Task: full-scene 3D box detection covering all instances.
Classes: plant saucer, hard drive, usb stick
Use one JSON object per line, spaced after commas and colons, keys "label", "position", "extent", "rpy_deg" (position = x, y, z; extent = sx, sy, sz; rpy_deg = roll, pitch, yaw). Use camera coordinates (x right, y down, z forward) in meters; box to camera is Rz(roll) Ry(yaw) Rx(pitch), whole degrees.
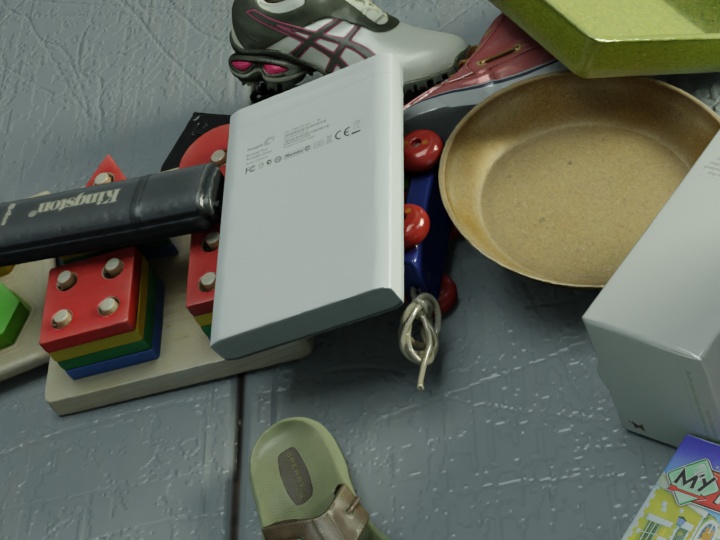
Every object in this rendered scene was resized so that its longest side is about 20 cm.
{"label": "plant saucer", "position": [0.174, -0.192, 1.195], "extent": [0.199, 0.048, 0.200], "rpy_deg": [-7, 39, -33]}
{"label": "plant saucer", "position": [0.151, -0.053, 1.116], "extent": [0.199, 0.036, 0.201], "rpy_deg": [-3, 48, 3]}
{"label": "hard drive", "position": [-0.033, -0.044, 1.116], "extent": [0.132, 0.027, 0.201], "rpy_deg": [-19, 47, 23]}
{"label": "usb stick", "position": [-0.187, -0.038, 1.189], "extent": [0.199, 0.033, 0.056], "rpy_deg": [-9, 50, 21]}

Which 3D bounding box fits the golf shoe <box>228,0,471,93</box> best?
{"label": "golf shoe", "position": [-0.010, -0.181, 1.293], "extent": [0.199, 0.088, 0.077], "rpy_deg": [6, 24, 17]}

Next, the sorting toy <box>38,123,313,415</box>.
{"label": "sorting toy", "position": [-0.137, -0.015, 1.217], "extent": [0.199, 0.070, 0.199], "rpy_deg": [-14, 48, 16]}

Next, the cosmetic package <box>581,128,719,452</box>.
{"label": "cosmetic package", "position": [0.225, 0.001, 0.998], "extent": [0.085, 0.108, 0.200], "rpy_deg": [18, 60, 38]}

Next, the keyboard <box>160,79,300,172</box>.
{"label": "keyboard", "position": [-0.057, -0.099, 1.309], "extent": [0.199, 0.021, 0.127], "rpy_deg": [10, 59, 33]}

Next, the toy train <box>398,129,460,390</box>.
{"label": "toy train", "position": [0.000, 0.000, 1.129], "extent": [0.115, 0.085, 0.200], "rpy_deg": [-5, 47, 20]}

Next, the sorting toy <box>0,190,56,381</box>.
{"label": "sorting toy", "position": [-0.321, 0.027, 1.307], "extent": [0.185, 0.037, 0.200], "rpy_deg": [-21, 42, 7]}

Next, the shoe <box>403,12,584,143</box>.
{"label": "shoe", "position": [0.093, -0.129, 1.227], "extent": [0.199, 0.072, 0.091], "rpy_deg": [-21, 41, 0]}

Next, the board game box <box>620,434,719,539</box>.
{"label": "board game box", "position": [0.228, 0.172, 0.886], "extent": [0.200, 0.029, 0.135], "rpy_deg": [16, 58, 38]}

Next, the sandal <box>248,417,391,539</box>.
{"label": "sandal", "position": [-0.028, 0.155, 1.013], "extent": [0.080, 0.057, 0.201], "rpy_deg": [-31, 42, -4]}
